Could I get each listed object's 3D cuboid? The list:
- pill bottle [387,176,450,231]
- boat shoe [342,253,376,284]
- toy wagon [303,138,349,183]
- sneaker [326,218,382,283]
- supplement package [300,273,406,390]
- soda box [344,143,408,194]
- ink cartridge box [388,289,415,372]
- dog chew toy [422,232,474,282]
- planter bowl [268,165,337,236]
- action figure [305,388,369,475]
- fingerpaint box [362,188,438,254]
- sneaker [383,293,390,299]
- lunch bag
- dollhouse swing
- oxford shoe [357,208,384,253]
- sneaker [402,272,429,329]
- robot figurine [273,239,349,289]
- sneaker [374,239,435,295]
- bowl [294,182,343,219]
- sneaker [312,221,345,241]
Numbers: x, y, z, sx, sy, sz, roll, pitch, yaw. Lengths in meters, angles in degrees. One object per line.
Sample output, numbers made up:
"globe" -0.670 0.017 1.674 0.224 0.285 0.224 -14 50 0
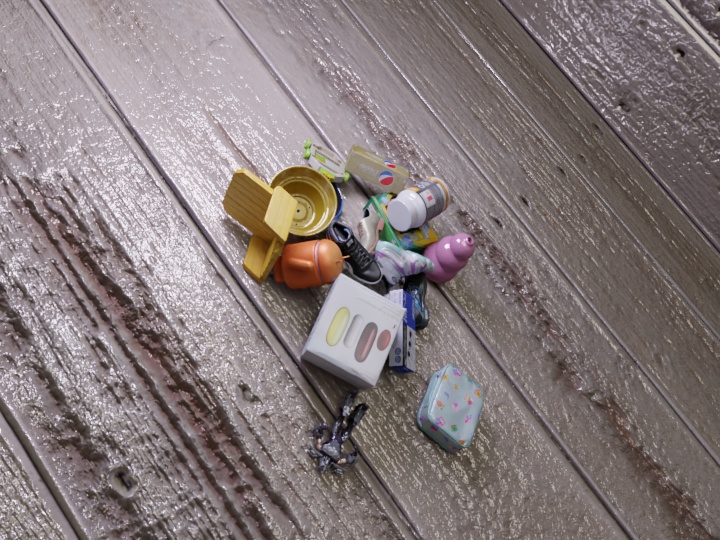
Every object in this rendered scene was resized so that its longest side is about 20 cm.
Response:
"pill bottle" 0.175 -0.199 1.732 0.198 0.117 0.117 -31 78 -41
"boat shoe" 0.000 0.000 1.630 0.072 0.062 0.199 48 48 5
"toy wagon" -0.105 -0.320 1.745 0.152 0.040 0.203 28 31 -21
"sneaker" -0.020 -0.048 1.521 0.073 0.112 0.200 -44 84 -9
"supplement package" -0.020 0.155 1.410 0.187 0.147 0.204 26 72 -4
"soda box" 0.051 -0.312 1.776 0.195 0.069 0.065 24 31 -9
"ink cartridge box" 0.113 0.164 1.549 0.094 0.043 0.207 35 52 -57
"dog chew toy" 0.269 -0.046 1.728 0.121 0.200 0.128 14 59 -25
"planter bowl" -0.167 -0.178 1.586 0.194 0.084 0.207 5 72 -14
"action figure" -0.050 0.386 1.349 0.130 0.069 0.202 41 52 -13
"fingerpaint box" 0.126 -0.144 1.793 0.164 0.073 0.204 -16 70 -38
"sneaker" 0.063 0.156 1.576 0.082 0.076 0.203 43 50 -26
"lunch bag" 0.240 0.363 1.534 0.159 0.077 0.202 36 49 -4
"dollhouse swing" -0.277 -0.114 1.443 0.172 0.200 0.186 24 51 -16
"oxford shoe" 0.012 -0.103 1.657 0.074 0.070 0.202 41 35 -18
"sneaker" 0.149 0.068 1.670 0.080 0.073 0.205 9 56 -26
"robot figurine" -0.129 -0.015 1.478 0.194 0.145 0.120 -8 54 16
"sneaker" 0.113 0.010 1.639 0.195 0.078 0.144 20 92 -21
"bowl" -0.139 -0.217 1.702 0.195 0.039 0.206 16 54 -23
"sneaker" -0.096 -0.093 1.630 0.197 0.067 0.092 -12 69 -44
